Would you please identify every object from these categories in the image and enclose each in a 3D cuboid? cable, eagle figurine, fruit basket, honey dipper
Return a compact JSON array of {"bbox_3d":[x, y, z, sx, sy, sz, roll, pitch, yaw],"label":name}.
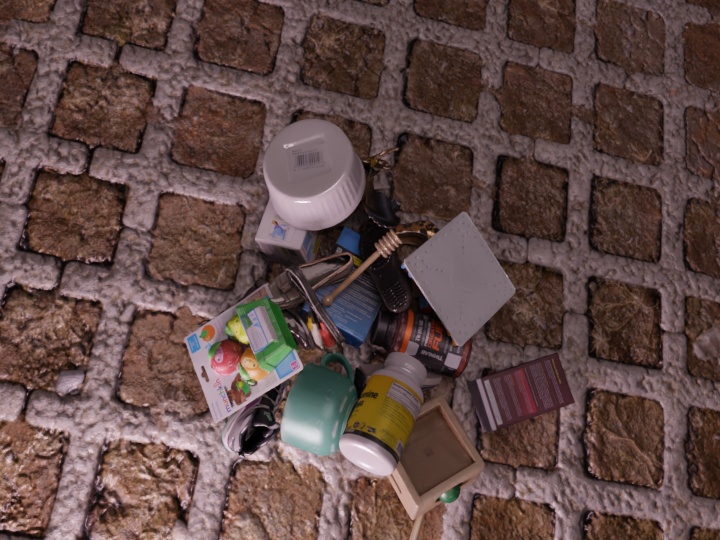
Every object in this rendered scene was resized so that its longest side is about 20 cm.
[{"bbox_3d":[-0.089,0.081,1.307,0.050,0.202,0.097,-41,42,-15],"label":"cable"},{"bbox_3d":[0.000,-0.149,1.422,0.148,0.152,0.204,16,60,-23],"label":"eagle figurine"},{"bbox_3d":[-0.223,0.150,1.284,0.197,0.094,0.188,-29,65,2],"label":"fruit basket"},{"bbox_3d":[0.000,0.000,1.360,0.200,0.038,0.038,-44,85,4],"label":"honey dipper"}]

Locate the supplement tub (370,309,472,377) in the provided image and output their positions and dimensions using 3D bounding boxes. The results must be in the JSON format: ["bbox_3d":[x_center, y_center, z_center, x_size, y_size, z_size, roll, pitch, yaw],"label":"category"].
[{"bbox_3d":[0.121,0.143,1.408,0.195,0.107,0.109,16,72,-6],"label":"supplement tub"}]

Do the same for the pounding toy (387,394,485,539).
[{"bbox_3d":[0.126,0.391,1.334,0.181,0.143,0.202,-25,63,-16],"label":"pounding toy"}]

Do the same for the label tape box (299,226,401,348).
[{"bbox_3d":[-0.020,0.035,1.434,0.142,0.063,0.203,28,68,-2],"label":"label tape box"}]

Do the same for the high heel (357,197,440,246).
[{"bbox_3d":[0.093,-0.053,1.472,0.199,0.072,0.143,37,64,18],"label":"high heel"}]

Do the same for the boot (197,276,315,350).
[{"bbox_3d":[-0.205,0.131,1.378,0.174,0.069,0.200,-43,82,-13],"label":"boot"}]

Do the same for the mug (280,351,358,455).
[{"bbox_3d":[-0.063,0.250,1.301,0.112,0.152,0.189,16,86,14],"label":"mug"}]

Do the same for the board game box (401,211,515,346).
[{"bbox_3d":[0.198,0.015,1.390,0.199,0.026,0.202,-37,95,-31],"label":"board game box"}]

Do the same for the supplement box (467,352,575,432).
[{"bbox_3d":[0.334,0.254,1.442,0.195,0.061,0.111,-14,78,-13],"label":"supplement box"}]

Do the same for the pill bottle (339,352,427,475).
[{"bbox_3d":[0.048,0.256,1.263,0.111,0.113,0.202,30,59,-1],"label":"pill bottle"}]

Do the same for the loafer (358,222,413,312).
[{"bbox_3d":[0.053,0.000,1.400,0.072,0.071,0.204,-24,66,14],"label":"loafer"}]

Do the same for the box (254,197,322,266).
[{"bbox_3d":[-0.126,-0.122,1.421,0.099,0.113,0.204,13,71,14],"label":"box"}]

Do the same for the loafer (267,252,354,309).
[{"bbox_3d":[-0.102,0.012,1.358,0.197,0.063,0.073,-24,76,-16],"label":"loafer"}]

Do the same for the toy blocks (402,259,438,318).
[{"bbox_3d":[0.184,0.046,1.455,0.196,0.099,0.140,1,81,-28],"label":"toy blocks"}]

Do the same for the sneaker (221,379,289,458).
[{"bbox_3d":[-0.173,0.260,1.292,0.077,0.139,0.203,34,76,-23],"label":"sneaker"}]

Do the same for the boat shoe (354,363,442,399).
[{"bbox_3d":[0.069,0.243,1.399,0.196,0.075,0.095,5,108,-25],"label":"boat shoe"}]

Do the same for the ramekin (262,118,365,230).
[{"bbox_3d":[-0.093,-0.190,1.329,0.195,0.098,0.205,-4,67,9],"label":"ramekin"}]
